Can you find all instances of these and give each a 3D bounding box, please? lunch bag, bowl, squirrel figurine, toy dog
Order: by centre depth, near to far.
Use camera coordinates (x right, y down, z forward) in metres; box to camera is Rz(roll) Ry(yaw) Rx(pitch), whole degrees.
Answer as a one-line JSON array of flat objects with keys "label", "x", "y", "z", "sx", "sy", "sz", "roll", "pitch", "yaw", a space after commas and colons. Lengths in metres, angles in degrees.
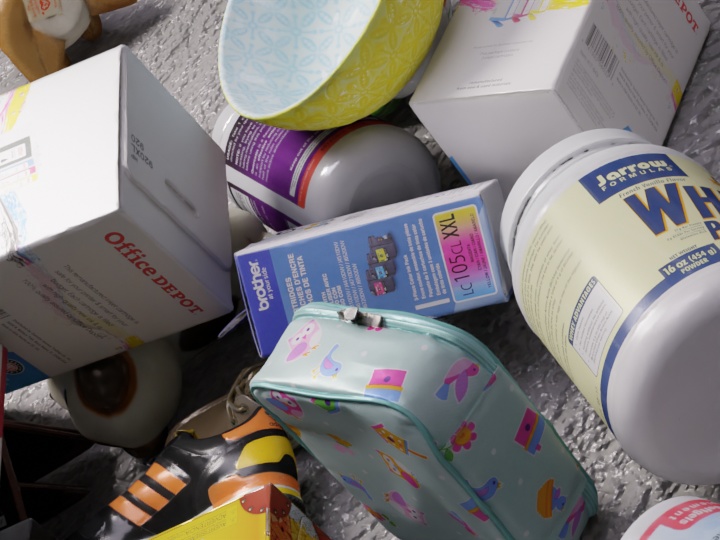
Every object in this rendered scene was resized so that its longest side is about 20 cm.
[{"label": "lunch bag", "x": 0.035, "y": 0.098, "z": 1.043, "sx": 0.160, "sy": 0.200, "sz": 0.077, "roll": 9, "pitch": 57, "yaw": 48}, {"label": "bowl", "x": -0.001, "y": -0.180, "z": 1.276, "sx": 0.200, "sy": 0.107, "sz": 0.201, "roll": -30, "pitch": 48, "yaw": 40}, {"label": "toy dog", "x": -0.157, "y": 0.043, "z": 1.351, "sx": 0.193, "sy": 0.140, "sz": 0.201, "roll": 20, "pitch": 63, "yaw": 17}, {"label": "squirrel figurine", "x": -0.350, "y": -0.284, "z": 1.787, "sx": 0.142, "sy": 0.200, "sz": 0.187, "roll": -56, "pitch": 25, "yaw": -3}]

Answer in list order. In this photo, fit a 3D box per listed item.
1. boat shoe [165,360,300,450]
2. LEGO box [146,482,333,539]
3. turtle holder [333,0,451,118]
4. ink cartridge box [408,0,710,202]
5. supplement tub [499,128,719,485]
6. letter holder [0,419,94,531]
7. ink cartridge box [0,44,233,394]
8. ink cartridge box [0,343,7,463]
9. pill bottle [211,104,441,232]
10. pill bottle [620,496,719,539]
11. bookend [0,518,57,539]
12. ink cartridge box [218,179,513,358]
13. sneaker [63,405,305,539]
[{"label": "boat shoe", "x": -0.062, "y": 0.091, "z": 1.249, "sx": 0.199, "sy": 0.065, "sz": 0.072, "roll": -21, "pitch": 42, "yaw": 24}, {"label": "LEGO box", "x": -0.115, "y": 0.247, "z": 1.129, "sx": 0.199, "sy": 0.077, "sz": 0.149, "roll": -26, "pitch": 40, "yaw": 20}, {"label": "turtle holder", "x": 0.003, "y": -0.190, "z": 1.441, "sx": 0.141, "sy": 0.186, "sz": 0.132, "roll": 36, "pitch": 61, "yaw": 19}, {"label": "ink cartridge box", "x": 0.148, "y": -0.156, "z": 1.260, "sx": 0.125, "sy": 0.129, "sz": 0.201, "roll": -2, "pitch": 51, "yaw": 41}, {"label": "supplement tub", "x": 0.176, "y": 0.015, "z": 1.048, "sx": 0.145, "sy": 0.145, "sz": 0.200, "roll": -38, "pitch": 37, "yaw": 4}, {"label": "letter holder", "x": -0.293, "y": 0.201, "z": 1.333, "sx": 0.199, "sy": 0.142, "sz": 0.101, "roll": -29, "pitch": 70, "yaw": 21}, {"label": "ink cartridge box", "x": -0.208, "y": -0.032, "z": 1.233, "sx": 0.199, "sy": 0.147, "sz": 0.145, "roll": -19, "pitch": 54, "yaw": 19}, {"label": "ink cartridge box", "x": -0.329, "y": 0.140, "z": 1.196, "sx": 0.200, "sy": 0.083, "sz": 0.147, "roll": -35, "pitch": 43, "yaw": 32}, {"label": "pill bottle", "x": -0.034, "y": -0.076, "z": 1.356, "sx": 0.113, "sy": 0.113, "sz": 0.200, "roll": -48, "pitch": 37, "yaw": -9}, {"label": "pill bottle", "x": 0.219, "y": 0.187, "z": 0.865, "sx": 0.200, "sy": 0.109, "sz": 0.109, "roll": 16, "pitch": 64, "yaw": 48}, {"label": "bookend", "x": -0.175, "y": 0.233, "z": 1.056, "sx": 0.198, "sy": 0.092, "sz": 0.201, "roll": -26, "pitch": 39, "yaw": 18}, {"label": "ink cartridge box", "x": 0.000, "y": 0.000, "z": 1.190, "sx": 0.199, "sy": 0.077, "sz": 0.136, "roll": -12, "pitch": 5, "yaw": 11}, {"label": "sneaker", "x": -0.129, "y": 0.158, "z": 1.222, "sx": 0.199, "sy": 0.070, "sz": 0.090, "roll": -23, "pitch": 55, "yaw": 21}]
